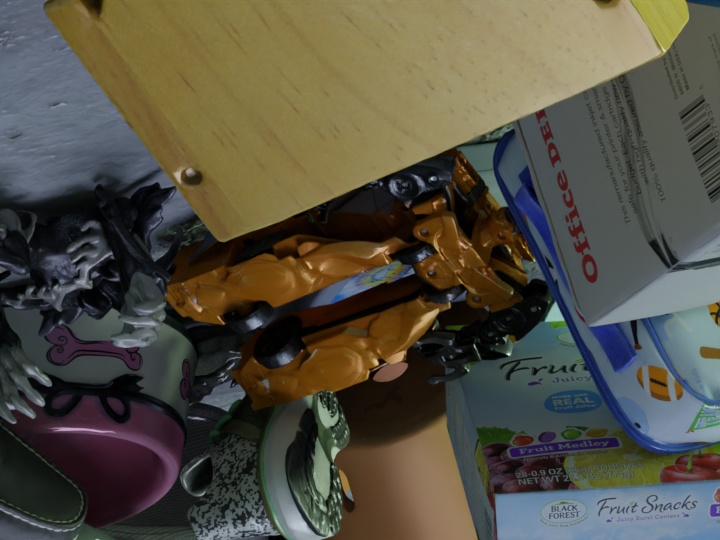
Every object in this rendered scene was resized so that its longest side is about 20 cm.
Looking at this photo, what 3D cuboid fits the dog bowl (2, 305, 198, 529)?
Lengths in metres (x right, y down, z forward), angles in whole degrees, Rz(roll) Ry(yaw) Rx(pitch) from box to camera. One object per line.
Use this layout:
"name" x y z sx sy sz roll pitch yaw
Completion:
"dog bowl" -0.184 0.088 1.580 0.200 0.074 0.200 -7 155 -3

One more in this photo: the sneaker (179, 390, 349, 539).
"sneaker" -0.059 0.091 1.590 0.088 0.077 0.200 -17 -160 9

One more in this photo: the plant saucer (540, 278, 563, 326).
"plant saucer" 0.163 -0.021 1.617 0.201 0.039 0.201 -35 157 -17

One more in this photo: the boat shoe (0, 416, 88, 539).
"boat shoe" -0.217 0.078 1.443 0.201 0.072 0.066 32 122 -17

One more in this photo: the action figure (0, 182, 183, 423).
"action figure" -0.152 0.013 1.375 0.200 0.102 0.119 3 144 -48

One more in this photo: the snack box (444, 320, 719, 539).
"snack box" 0.136 0.090 1.478 0.168 0.068 0.200 -4 -158 -5

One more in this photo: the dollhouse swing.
"dollhouse swing" 0.012 -0.132 1.155 0.200 0.176 0.182 -22 122 23

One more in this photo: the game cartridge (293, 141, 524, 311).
"game cartridge" 0.040 -0.019 1.587 0.133 0.041 0.200 -5 162 -24

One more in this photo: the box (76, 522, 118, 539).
"box" -0.172 0.208 1.640 0.200 0.044 0.160 31 135 -32

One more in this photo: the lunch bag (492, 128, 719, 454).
"lunch bag" 0.157 -0.015 1.420 0.160 0.200 0.076 -16 160 -31

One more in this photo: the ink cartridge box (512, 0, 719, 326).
"ink cartridge box" 0.157 -0.078 1.285 0.084 0.145 0.200 -8 164 -29

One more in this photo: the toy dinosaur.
"toy dinosaur" -0.079 0.050 1.692 0.200 0.048 0.088 -11 158 -31

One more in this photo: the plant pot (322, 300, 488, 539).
"plant pot" 0.039 0.106 1.731 0.200 0.200 0.140 -18 125 7

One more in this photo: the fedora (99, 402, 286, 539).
"fedora" -0.132 0.143 1.735 0.200 0.177 0.090 -7 152 -17

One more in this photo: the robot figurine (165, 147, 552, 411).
"robot figurine" 0.000 0.000 1.480 0.200 0.058 0.145 -21 123 29
